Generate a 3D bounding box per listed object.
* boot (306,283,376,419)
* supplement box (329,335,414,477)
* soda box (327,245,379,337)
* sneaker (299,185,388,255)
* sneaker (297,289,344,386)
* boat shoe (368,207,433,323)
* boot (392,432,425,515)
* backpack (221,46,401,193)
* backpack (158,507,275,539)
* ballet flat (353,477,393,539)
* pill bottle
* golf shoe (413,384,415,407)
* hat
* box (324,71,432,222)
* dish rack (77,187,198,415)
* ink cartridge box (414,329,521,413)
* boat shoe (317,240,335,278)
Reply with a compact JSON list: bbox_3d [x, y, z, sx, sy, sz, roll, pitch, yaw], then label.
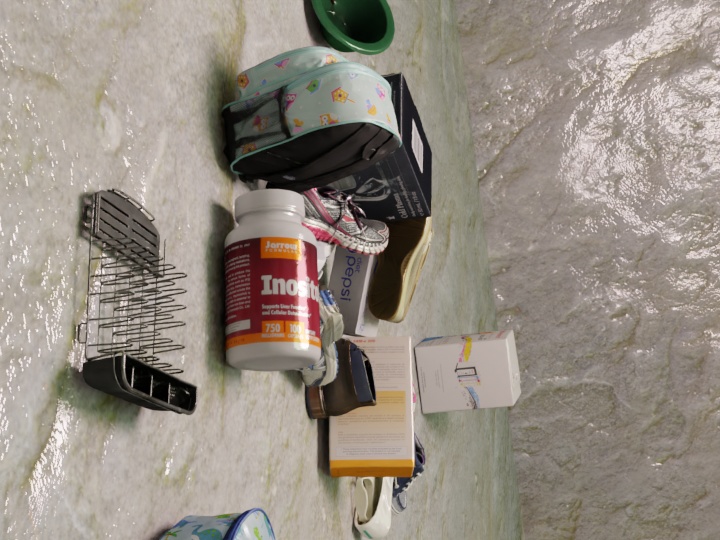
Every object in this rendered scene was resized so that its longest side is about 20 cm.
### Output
[{"bbox_3d":[-0.027,0.112,1.597,0.075,0.096,0.202,38,47,-70],"label":"boot"},{"bbox_3d":[0.015,0.202,1.643,0.074,0.125,0.201,89,1,-68],"label":"supplement box"},{"bbox_3d":[0.000,0.000,1.686,0.063,0.068,0.202,20,79,-56],"label":"soda box"},{"bbox_3d":[-0.028,-0.074,1.545,0.199,0.080,0.075,15,103,-47],"label":"sneaker"},{"bbox_3d":[-0.078,0.097,1.476,0.201,0.085,0.077,97,-28,-54],"label":"sneaker"},{"bbox_3d":[0.067,-0.021,1.661,0.063,0.073,0.202,19,83,-62],"label":"boat shoe"},{"bbox_3d":[0.073,0.352,1.892,0.201,0.090,0.073,69,20,-43],"label":"boot"},{"bbox_3d":[-0.053,-0.190,1.382,0.176,0.199,0.155,23,61,-61],"label":"backpack"},{"bbox_3d":[-0.116,0.335,1.058,0.183,0.146,0.202,-40,120,-76],"label":"backpack"},{"bbox_3d":[0.018,0.327,1.765,0.070,0.069,0.201,58,30,-59],"label":"ballet flat"},{"bbox_3d":[-0.106,0.012,1.305,0.113,0.112,0.202,40,44,-69],"label":"pill bottle"},{"bbox_3d":[0.068,0.226,1.965,0.092,0.072,0.201,69,20,-49],"label":"golf shoe"},{"bbox_3d":[-0.050,-0.403,1.898,0.199,0.176,0.167,21,58,-31],"label":"hat"},{"bbox_3d":[-0.011,-0.164,1.581,0.200,0.195,0.125,60,28,-57],"label":"box"},{"bbox_3d":[-0.205,0.027,1.028,0.153,0.054,0.202,49,37,-67],"label":"dish rack"},{"bbox_3d":[0.232,0.214,2.355,0.147,0.198,0.146,-20,103,-76],"label":"ink cartridge box"},{"bbox_3d":[-0.079,-0.012,1.524,0.200,0.071,0.068,-94,-152,-75],"label":"boat shoe"}]
